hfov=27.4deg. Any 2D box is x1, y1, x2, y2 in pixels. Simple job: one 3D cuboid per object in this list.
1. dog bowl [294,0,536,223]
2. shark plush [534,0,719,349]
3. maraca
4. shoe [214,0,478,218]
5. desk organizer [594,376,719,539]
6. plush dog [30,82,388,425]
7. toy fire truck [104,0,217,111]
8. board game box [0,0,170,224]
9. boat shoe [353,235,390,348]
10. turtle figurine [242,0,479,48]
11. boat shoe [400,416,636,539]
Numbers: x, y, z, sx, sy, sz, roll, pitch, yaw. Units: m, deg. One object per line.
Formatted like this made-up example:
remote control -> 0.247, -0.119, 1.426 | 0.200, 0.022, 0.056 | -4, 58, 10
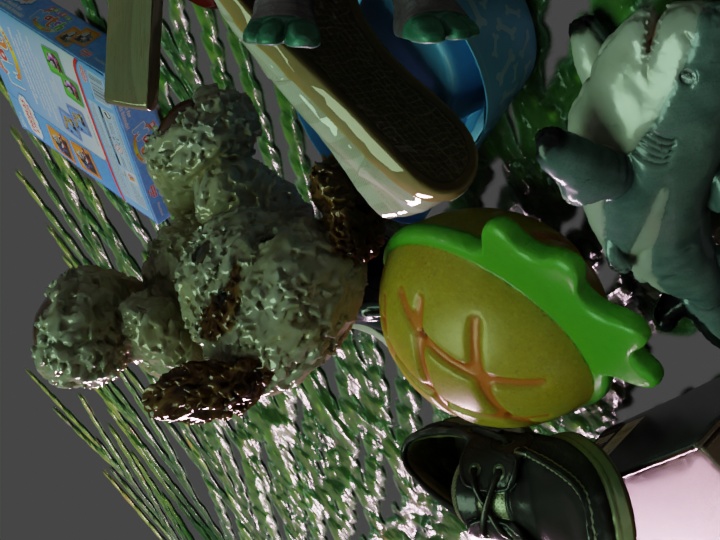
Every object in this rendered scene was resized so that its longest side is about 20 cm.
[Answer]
dog bowl -> 0.026, -0.101, 0.753 | 0.112, 0.050, 0.200 | 48, 156, 7
shark plush -> 0.141, -0.024, 0.640 | 0.083, 0.091, 0.201 | -6, 120, 27
maraca -> 0.078, 0.023, 0.757 | 0.137, 0.107, 0.200 | 40, 162, -12
shoe -> -0.026, -0.106, 0.687 | 0.200, 0.070, 0.053 | 52, 148, -6
desk organizer -> 0.173, 0.115, 0.769 | 0.077, 0.072, 0.200 | 48, 157, 2
plush dog -> -0.064, 0.014, 0.822 | 0.160, 0.201, 0.172 | 39, 170, -29
toy fire truck -> -0.113, -0.183, 0.819 | 0.176, 0.129, 0.200 | 33, 162, 36
board game box -> -0.227, -0.140, 1.170 | 0.200, 0.037, 0.152 | 33, 150, 36
boat shoe -> -0.001, 0.002, 0.919 | 0.199, 0.074, 0.066 | 28, 145, 42
turtle figurine -> -0.003, -0.195, 0.603 | 0.149, 0.101, 0.201 | 2, 107, 13
boat shoe -> 0.079, 0.120, 0.789 | 0.200, 0.064, 0.074 | -173, 74, -71
